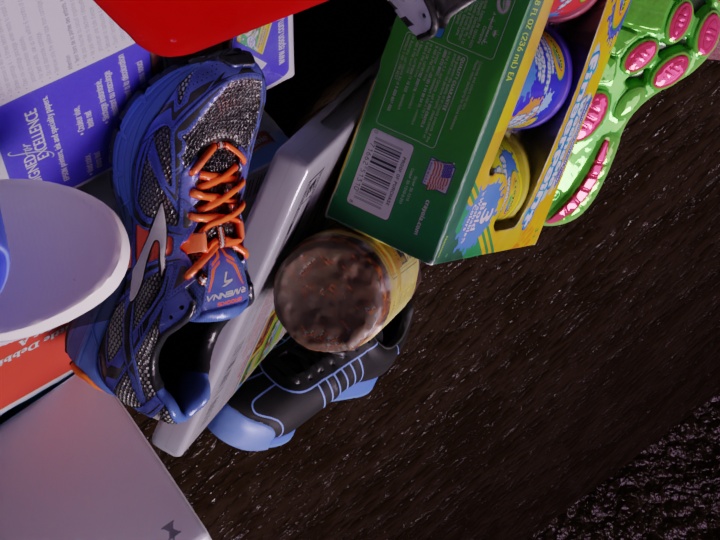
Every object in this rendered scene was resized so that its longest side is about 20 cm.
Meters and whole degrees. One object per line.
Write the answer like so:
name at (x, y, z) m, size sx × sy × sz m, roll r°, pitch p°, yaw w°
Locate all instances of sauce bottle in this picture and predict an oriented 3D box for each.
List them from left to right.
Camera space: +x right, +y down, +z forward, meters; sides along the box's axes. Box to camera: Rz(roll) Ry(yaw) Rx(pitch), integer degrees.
sauce bottle at (0.000, 0.000, 0.934) m, size 0.066 × 0.066 × 0.200 m, roll -45°, pitch 180°, yaw 12°

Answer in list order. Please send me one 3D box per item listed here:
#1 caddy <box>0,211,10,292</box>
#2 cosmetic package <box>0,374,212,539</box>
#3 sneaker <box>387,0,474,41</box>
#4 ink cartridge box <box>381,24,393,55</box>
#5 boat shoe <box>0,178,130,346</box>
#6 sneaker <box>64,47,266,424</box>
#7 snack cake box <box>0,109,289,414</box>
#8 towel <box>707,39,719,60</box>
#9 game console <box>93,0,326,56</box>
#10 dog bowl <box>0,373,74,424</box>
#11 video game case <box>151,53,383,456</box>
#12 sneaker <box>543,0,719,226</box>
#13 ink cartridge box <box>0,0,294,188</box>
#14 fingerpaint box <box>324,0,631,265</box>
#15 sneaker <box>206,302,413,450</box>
caddy at (-0.225, -0.018, 0.618) m, size 0.200 × 0.105 × 0.141 m, roll -34°, pitch 153°, yaw 26°
cosmetic package at (-0.193, 0.176, 0.946) m, size 0.199 × 0.123 × 0.200 m, roll -34°, pitch 168°, yaw -11°
sneaker at (0.022, -0.178, 0.734) m, size 0.076 × 0.115 × 0.201 m, roll -39°, pitch 161°, yaw -6°
ink cartridge box at (0.103, -0.144, 1.046) m, size 0.199 × 0.039 × 0.100 m, roll -20°, pitch 155°, yaw -20°
boat shoe at (-0.190, 0.016, 0.732) m, size 0.199 × 0.072 × 0.069 m, roll -21°, pitch 164°, yaw 9°
sneaker at (-0.078, -0.013, 0.780) m, size 0.075 × 0.078 × 0.201 m, roll -15°, pitch 133°, yaw -43°
snack cake box at (-0.138, -0.013, 0.867) m, size 0.200 × 0.067 × 0.115 m, roll -31°, pitch 160°, yaw -30°
towel at (0.199, -0.199, 1.037) m, size 0.200 × 0.143 × 0.023 m, roll 80°, pitch 22°, yaw -66°
game console at (-0.055, -0.197, 0.600) m, size 0.172 × 0.119 × 0.200 m, roll -18°, pitch 148°, yaw 19°
dog bowl at (-0.150, 0.035, 0.979) m, size 0.200 × 0.050 × 0.112 m, roll -28°, pitch 157°, yaw -34°
video game case at (-0.041, -0.014, 0.923) m, size 0.201 × 0.023 × 0.182 m, roll -65°, pitch 173°, yaw 30°
sneaker at (0.148, -0.124, 1.014) m, size 0.077 × 0.084 × 0.200 m, roll 32°, pitch 104°, yaw -30°
ink cartridge box at (-0.121, -0.108, 0.717) m, size 0.200 × 0.043 × 0.198 m, roll -31°, pitch 159°, yaw -16°
fingerpaint box at (0.077, -0.111, 0.902) m, size 0.167 × 0.073 × 0.201 m, roll -10°, pitch 123°, yaw -65°
sneaker at (-0.034, 0.061, 1.139) m, size 0.200 × 0.070 × 0.078 m, roll -23°, pitch 151°, yaw -56°
